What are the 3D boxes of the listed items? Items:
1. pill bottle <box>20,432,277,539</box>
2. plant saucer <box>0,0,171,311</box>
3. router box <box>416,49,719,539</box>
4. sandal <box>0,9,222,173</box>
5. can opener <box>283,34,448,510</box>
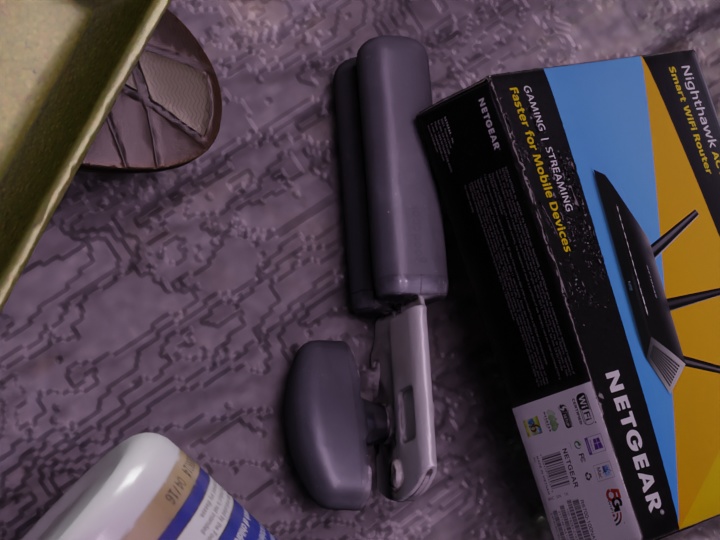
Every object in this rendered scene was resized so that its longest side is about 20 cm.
[{"bbox_3d":[-0.042,0.163,0.766,0.200,0.116,0.116,43,65,-7],"label":"pill bottle"},{"bbox_3d":[-0.198,-0.073,0.800,0.200,0.048,0.200,28,83,-3],"label":"plant saucer"},{"bbox_3d":[0.117,0.010,0.922,0.149,0.051,0.201,-13,82,-45],"label":"router box"},{"bbox_3d":[-0.156,-0.076,0.858,0.199,0.055,0.082,-1,81,-7],"label":"sandal"},{"bbox_3d":[0.000,0.000,0.899,0.067,0.053,0.201,1,75,-23],"label":"can opener"}]
